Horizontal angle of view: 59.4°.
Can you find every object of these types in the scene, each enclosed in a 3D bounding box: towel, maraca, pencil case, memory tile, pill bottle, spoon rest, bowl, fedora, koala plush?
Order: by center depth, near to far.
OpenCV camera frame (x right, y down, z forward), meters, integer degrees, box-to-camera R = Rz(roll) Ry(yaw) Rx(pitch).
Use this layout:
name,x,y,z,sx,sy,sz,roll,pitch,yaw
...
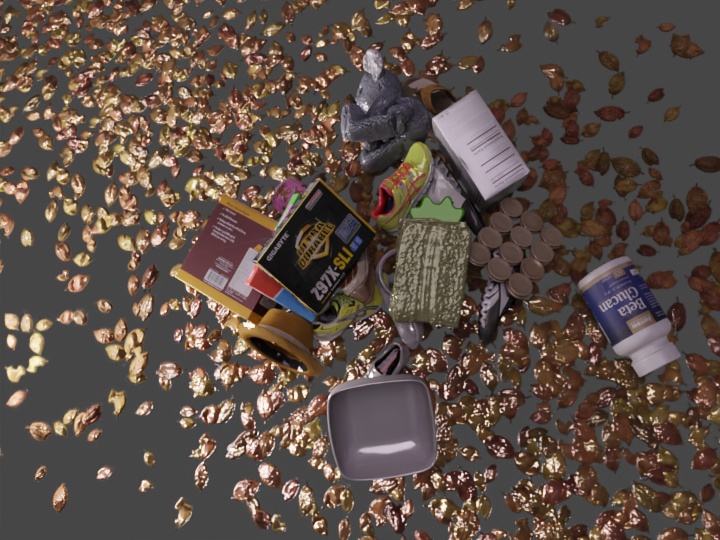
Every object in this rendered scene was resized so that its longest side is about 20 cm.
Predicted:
name,x,y,z,sx,sy,sz,roll,pitch,yaw
pill bottle,0.497,0.086,1.163,0.109,0.111,0.203,-27,71,3
bowl,0.039,0.285,1.186,0.195,0.075,0.204,-8,107,1
towel,0.133,0.003,1.196,0.145,0.036,0.205,6,86,2
memory tile,0.306,-0.048,1.245,0.152,0.017,0.200,36,58,10
fedora,-0.146,0.134,1.249,0.197,0.202,0.083,19,66,16
spoon rest,0.075,0.061,1.264,0.059,0.099,0.204,-13,77,-18
maraca,0.151,-0.048,1.268,0.134,0.107,0.205,2,91,8
koala plush,0.052,-0.354,1.355,0.180,0.178,0.204,-17,60,13
pencil case,-0.102,-0.119,1.366,0.199,0.086,0.084,39,116,19

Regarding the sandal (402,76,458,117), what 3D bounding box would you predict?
name,x,y,z,sx,sy,sz,roll,pitch,yaw
sandal,0.172,-0.371,1.393,0.199,0.054,0.081,42,87,19

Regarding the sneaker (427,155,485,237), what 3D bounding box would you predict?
name,x,y,z,sx,sy,sz,roll,pitch,yaw
sneaker,0.187,-0.136,1.320,0.088,0.074,0.202,-37,65,12

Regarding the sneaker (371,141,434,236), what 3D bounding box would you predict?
name,x,y,z,sx,sy,sz,roll,pitch,yaw
sneaker,0.084,-0.175,1.307,0.078,0.089,0.204,27,97,50

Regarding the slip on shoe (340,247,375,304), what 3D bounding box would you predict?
name,x,y,z,sx,sy,sz,roll,pitch,yaw
slip on shoe,0.000,0.000,1.276,0.060,0.201,0.076,40,107,-18

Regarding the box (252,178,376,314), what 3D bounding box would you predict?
name,x,y,z,sx,sy,sz,roll,pitch,yaw
box,-0.086,-0.045,1.211,0.159,0.049,0.201,41,77,-20

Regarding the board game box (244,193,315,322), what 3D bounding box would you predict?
name,x,y,z,sx,sy,sz,roll,pitch,yaw
board game box,-0.114,-0.024,1.247,0.151,0.040,0.203,31,81,-21

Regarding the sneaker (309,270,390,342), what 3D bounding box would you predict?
name,x,y,z,sx,sy,sz,roll,pitch,yaw
sneaker,-0.019,0.072,1.296,0.199,0.077,0.076,-40,68,-4

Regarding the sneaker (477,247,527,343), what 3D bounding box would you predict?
name,x,y,z,sx,sy,sz,roll,pitch,yaw
sneaker,0.286,0.048,1.243,0.088,0.067,0.204,11,75,17

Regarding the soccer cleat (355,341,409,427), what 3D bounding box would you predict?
name,x,y,z,sx,sy,sz,roll,pitch,yaw
soccer cleat,0.026,0.222,1.238,0.068,0.085,0.201,37,84,19

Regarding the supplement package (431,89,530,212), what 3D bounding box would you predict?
name,x,y,z,sx,sy,sz,roll,pitch,yaw
supplement package,0.243,-0.241,1.296,0.108,0.114,0.202,-31,81,1

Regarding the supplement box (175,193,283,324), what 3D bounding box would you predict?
name,x,y,z,sx,sy,sz,roll,pitch,yaw
supplement box,-0.242,-0.015,1.338,0.194,0.133,0.203,27,81,18
